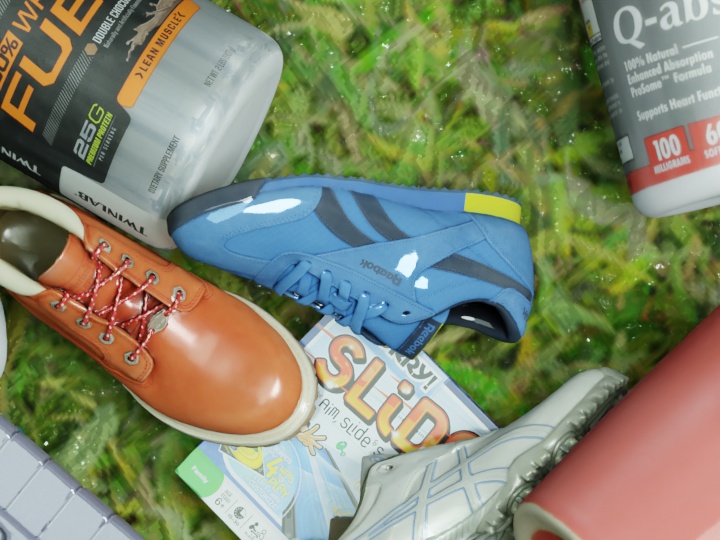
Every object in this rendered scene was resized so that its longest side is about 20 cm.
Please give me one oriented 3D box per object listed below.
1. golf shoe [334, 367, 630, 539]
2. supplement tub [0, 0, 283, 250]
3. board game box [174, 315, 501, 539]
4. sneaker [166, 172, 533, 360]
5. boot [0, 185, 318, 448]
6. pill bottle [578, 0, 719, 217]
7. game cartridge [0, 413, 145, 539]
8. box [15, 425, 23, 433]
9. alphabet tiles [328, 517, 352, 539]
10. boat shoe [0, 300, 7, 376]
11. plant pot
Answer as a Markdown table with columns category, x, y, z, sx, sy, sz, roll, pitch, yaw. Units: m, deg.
| category | x | y | z | sx | sy | sz | roll | pitch | yaw |
| --- | --- | --- | --- | --- | --- | --- | --- | --- | --- |
| golf shoe | 0.045 | 0.105 | 1.429 | 0.200 | 0.078 | 0.097 | -42 | 61 | -14 |
| supplement tub | -0.150 | -0.108 | 1.465 | 0.199 | 0.123 | 0.123 | 29 | 91 | 5 |
| board game box | 0.022 | 0.124 | 1.485 | 0.200 | 0.034 | 0.135 | 44 | 92 | 5 |
| sneaker | 0.000 | 0.000 | 1.433 | 0.199 | 0.066 | 0.079 | 5 | 71 | -29 |
| boot | -0.115 | 0.022 | 1.450 | 0.199 | 0.107 | 0.075 | 30 | 86 | 15 |
| pill bottle | 0.166 | -0.136 | 1.441 | 0.115 | 0.116 | 0.201 | -16 | 87 | 4 |
| game cartridge | -0.198 | 0.183 | 1.428 | 0.129 | 0.038 | 0.200 | 40 | 93 | 5 |
| box | -0.255 | 0.150 | 1.486 | 0.199 | 0.082 | 0.049 | -30 | 86 | 4 |
| alphabet tiles | 0.044 | 0.203 | 1.426 | 0.199 | 0.008 | 0.168 | 2 | 65 | 5 |
| boat shoe | -0.246 | -0.021 | 1.482 | 0.072 | 0.066 | 0.201 | -17 | 99 | 27 |
| plant pot | 0.182 | 0.122 | 1.367 | 0.177 | 0.200 | 0.201 | -33 | 85 | -15 |
